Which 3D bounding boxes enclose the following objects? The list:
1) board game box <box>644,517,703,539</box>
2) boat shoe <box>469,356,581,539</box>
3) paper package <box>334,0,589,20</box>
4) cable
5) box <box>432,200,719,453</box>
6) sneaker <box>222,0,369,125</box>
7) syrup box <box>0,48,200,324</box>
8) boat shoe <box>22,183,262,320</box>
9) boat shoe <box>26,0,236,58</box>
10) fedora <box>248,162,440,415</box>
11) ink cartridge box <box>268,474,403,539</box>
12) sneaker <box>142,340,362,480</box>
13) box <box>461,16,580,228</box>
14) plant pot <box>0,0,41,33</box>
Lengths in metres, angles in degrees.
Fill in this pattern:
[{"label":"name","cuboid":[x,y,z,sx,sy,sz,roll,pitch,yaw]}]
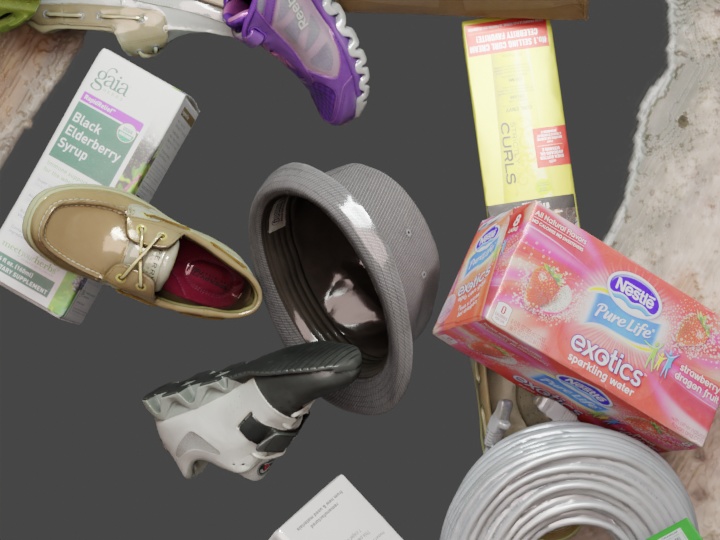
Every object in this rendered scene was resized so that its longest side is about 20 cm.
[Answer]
[{"label":"board game box","cuboid":[0.210,0.294,1.445,0.152,0.040,0.201,-27,120,0]},{"label":"boat shoe","cuboid":[0.124,0.109,1.522,0.073,0.063,0.202,-12,83,3]},{"label":"paper package","cuboid":[0.080,-0.297,1.538,0.198,0.104,0.192,2,64,5]},{"label":"cable","cuboid":[0.157,0.213,1.475,0.199,0.069,0.201,24,100,-9]},{"label":"box","cuboid":[0.170,0.045,1.470,0.199,0.095,0.103,31,71,-16]},{"label":"sneaker","cuboid":[-0.060,-0.192,1.528,0.088,0.080,0.201,-34,123,-18]},{"label":"syrup box","cuboid":[-0.211,-0.065,1.565,0.078,0.081,0.201,29,87,6]},{"label":"boat shoe","cuboid":[-0.158,-0.013,1.506,0.199,0.066,0.075,17,95,-34]},{"label":"boat shoe","cuboid":[-0.171,-0.204,1.589,0.198,0.075,0.069,15,96,8]},{"label":"fedora","cuboid":[0.000,0.000,1.520,0.090,0.176,0.201,-30,106,-33]},{"label":"ink cartridge box","cuboid":[0.003,0.275,1.465,0.200,0.145,0.084,46,48,8]},{"label":"sneaker","cuboid":[-0.070,0.110,1.515,0.199,0.074,0.089,-17,95,37]},{"label":"box","cuboid":[0.127,-0.097,1.556,0.075,0.050,0.202,-7,82,4]},{"label":"plant pot","cuboid":[-0.303,-0.286,1.516,0.198,0.200,0.191,-6,63,4]}]
